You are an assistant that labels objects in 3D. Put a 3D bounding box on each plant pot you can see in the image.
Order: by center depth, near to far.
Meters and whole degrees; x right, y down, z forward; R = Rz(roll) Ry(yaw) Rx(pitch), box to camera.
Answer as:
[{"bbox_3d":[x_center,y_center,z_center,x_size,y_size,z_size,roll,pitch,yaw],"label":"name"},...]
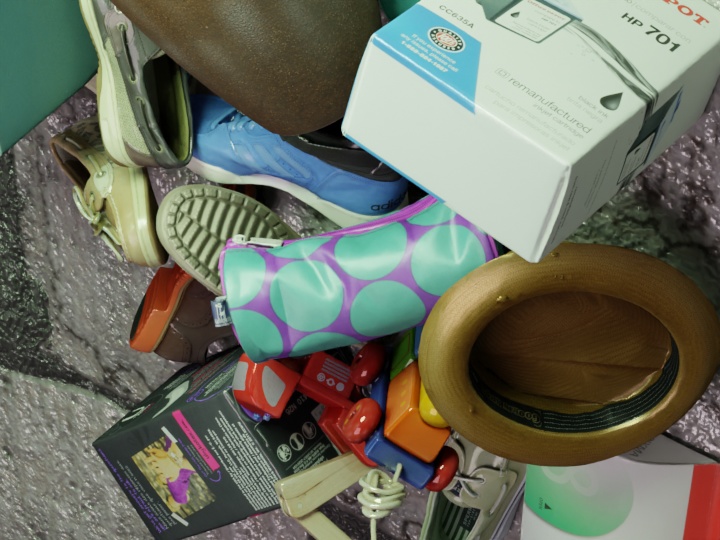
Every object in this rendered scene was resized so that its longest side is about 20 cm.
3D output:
[{"bbox_3d":[-0.069,-0.187,1.486,0.187,0.187,0.200,4,137,42],"label":"plant pot"},{"bbox_3d":[-0.245,-0.205,1.677,0.141,0.200,0.142,23,134,28],"label":"plant pot"}]

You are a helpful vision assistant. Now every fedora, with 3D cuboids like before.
[{"bbox_3d":[0.135,0.039,1.568,0.200,0.082,0.201,-2,128,-2],"label":"fedora"}]

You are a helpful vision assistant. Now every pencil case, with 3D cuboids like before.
[{"bbox_3d":[0.000,0.000,1.627,0.199,0.085,0.093,-15,107,8],"label":"pencil case"}]

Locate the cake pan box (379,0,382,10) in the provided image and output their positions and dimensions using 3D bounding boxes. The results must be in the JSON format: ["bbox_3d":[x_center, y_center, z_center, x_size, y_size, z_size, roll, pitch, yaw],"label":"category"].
[{"bbox_3d":[-0.072,-0.243,1.603,0.184,0.052,0.200,-13,110,50],"label":"cake pan box"}]

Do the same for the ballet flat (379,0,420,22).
[{"bbox_3d":[0.052,-0.159,1.535,0.068,0.068,0.200,15,130,35],"label":"ballet flat"}]

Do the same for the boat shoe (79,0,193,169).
[{"bbox_3d":[-0.148,-0.164,1.650,0.066,0.072,0.201,10,119,27],"label":"boat shoe"}]

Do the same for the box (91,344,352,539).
[{"bbox_3d":[-0.096,0.126,1.861,0.200,0.122,0.106,-22,104,50],"label":"box"}]

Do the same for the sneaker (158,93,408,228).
[{"bbox_3d":[-0.055,-0.106,1.671,0.200,0.077,0.111,26,141,21],"label":"sneaker"}]

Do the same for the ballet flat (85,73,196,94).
[{"bbox_3d":[-0.208,-0.166,1.787,0.200,0.069,0.070,36,139,16],"label":"ballet flat"}]

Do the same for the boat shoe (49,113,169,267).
[{"bbox_3d":[-0.186,-0.055,1.769,0.200,0.063,0.073,-119,14,-60],"label":"boat shoe"}]

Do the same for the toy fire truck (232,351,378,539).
[{"bbox_3d":[-0.017,0.142,1.745,0.200,0.141,0.049,29,168,-14],"label":"toy fire truck"}]

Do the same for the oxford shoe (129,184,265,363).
[{"bbox_3d":[-0.110,0.002,1.838,0.072,0.071,0.200,23,138,-15],"label":"oxford shoe"}]

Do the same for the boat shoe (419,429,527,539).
[{"bbox_3d":[0.090,0.151,1.752,0.072,0.062,0.200,31,136,22],"label":"boat shoe"}]

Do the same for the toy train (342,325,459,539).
[{"bbox_3d":[0.051,0.095,1.634,0.085,0.200,0.116,32,119,-15],"label":"toy train"}]

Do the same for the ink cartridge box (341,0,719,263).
[{"bbox_3d":[0.109,-0.114,1.414,0.146,0.200,0.086,35,137,17],"label":"ink cartridge box"}]

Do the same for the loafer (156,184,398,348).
[{"bbox_3d":[-0.064,0.003,1.729,0.200,0.076,0.068,30,165,-17],"label":"loafer"}]

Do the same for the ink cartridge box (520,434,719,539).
[{"bbox_3d":[0.208,0.189,1.684,0.200,0.050,0.161,28,137,28],"label":"ink cartridge box"}]
